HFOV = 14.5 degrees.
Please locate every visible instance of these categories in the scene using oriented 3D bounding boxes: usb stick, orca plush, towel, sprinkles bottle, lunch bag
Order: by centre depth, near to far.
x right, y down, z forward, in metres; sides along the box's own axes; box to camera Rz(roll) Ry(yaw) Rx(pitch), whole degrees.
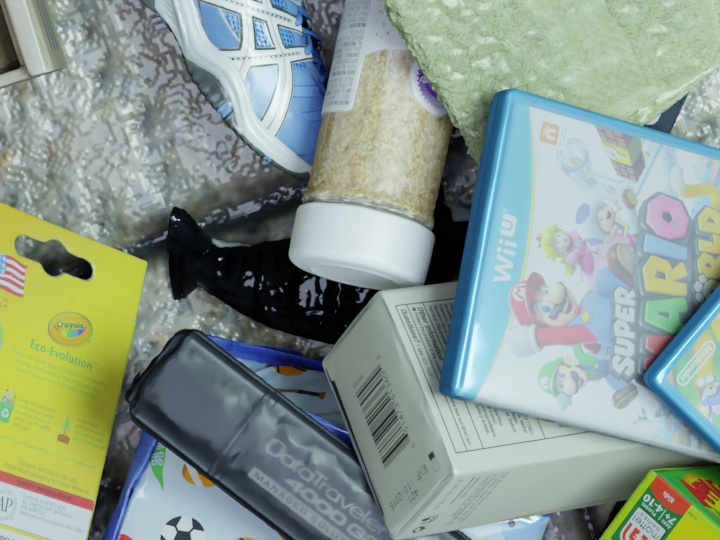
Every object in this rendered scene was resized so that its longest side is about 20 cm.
[{"bbox_3d":[0.081,-0.141,1.311,0.148,0.036,0.200,-33,116,5],"label":"towel"},{"bbox_3d":[-0.023,0.104,1.351,0.200,0.033,0.055,37,94,0],"label":"usb stick"},{"bbox_3d":[0.017,-0.093,1.368,0.068,0.068,0.200,12,80,-2],"label":"sprinkles bottle"},{"bbox_3d":[0.000,0.000,1.423,0.200,0.071,0.105,15,103,-3],"label":"orca plush"},{"bbox_3d":[-0.026,0.138,1.433,0.200,0.124,0.170,17,104,-11],"label":"lunch bag"}]

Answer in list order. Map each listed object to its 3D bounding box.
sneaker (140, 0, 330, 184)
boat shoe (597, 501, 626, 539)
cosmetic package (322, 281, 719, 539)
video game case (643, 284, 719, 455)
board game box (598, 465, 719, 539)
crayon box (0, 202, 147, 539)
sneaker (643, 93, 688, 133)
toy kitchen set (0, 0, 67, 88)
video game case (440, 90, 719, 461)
[{"bbox_3d":[-0.053,-0.127,1.391,0.077,0.076,0.200,-34,102,13],"label":"sneaker"},{"bbox_3d":[0.137,0.213,1.473,0.075,0.075,0.203,23,102,-11],"label":"boat shoe"},{"bbox_3d":[0.094,0.059,1.368,0.200,0.071,0.105,-5,61,-32],"label":"cosmetic package"},{"bbox_3d":[0.247,0.064,1.317,0.200,0.018,0.143,44,80,-12],"label":"video game case"},{"bbox_3d":[0.206,0.143,1.376,0.102,0.200,0.048,42,108,25],"label":"board game box"},{"bbox_3d":[-0.183,0.073,1.397,0.127,0.051,0.200,25,73,-43],"label":"crayon box"},{"bbox_3d":[0.163,-0.123,1.394,0.199,0.080,0.130,-9,120,-14],"label":"sneaker"},{"bbox_3d":[-0.176,-0.178,1.307,0.163,0.200,0.181,-17,95,5],"label":"toy kitchen set"},{"bbox_3d":[0.141,0.009,1.319,0.200,0.018,0.143,14,81,-22],"label":"video game case"}]
